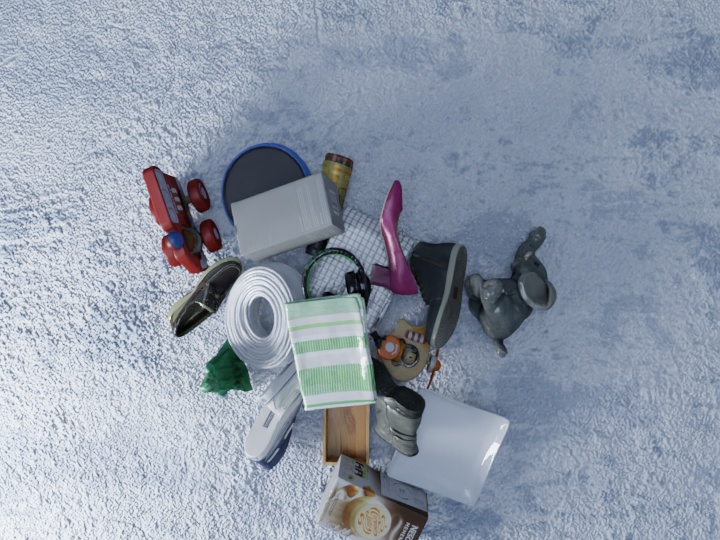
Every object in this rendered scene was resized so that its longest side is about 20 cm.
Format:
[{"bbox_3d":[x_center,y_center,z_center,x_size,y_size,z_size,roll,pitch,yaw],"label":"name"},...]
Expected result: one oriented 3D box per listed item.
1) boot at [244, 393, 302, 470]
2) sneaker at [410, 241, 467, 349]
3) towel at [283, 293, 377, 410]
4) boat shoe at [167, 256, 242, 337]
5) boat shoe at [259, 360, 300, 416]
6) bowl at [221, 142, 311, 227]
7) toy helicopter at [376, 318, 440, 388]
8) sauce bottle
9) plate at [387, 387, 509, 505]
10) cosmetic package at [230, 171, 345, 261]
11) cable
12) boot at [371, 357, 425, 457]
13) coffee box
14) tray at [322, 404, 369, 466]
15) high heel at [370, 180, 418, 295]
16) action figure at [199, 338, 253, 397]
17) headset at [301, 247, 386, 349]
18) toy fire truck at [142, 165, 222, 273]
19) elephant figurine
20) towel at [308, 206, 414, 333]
[{"bbox_3d":[-0.160,0.299,1.224,0.071,0.091,0.203,22,66,28],"label":"boot"},{"bbox_3d":[0.140,0.045,1.177,0.104,0.074,0.207,8,79,37],"label":"sneaker"},{"bbox_3d":[-0.052,0.149,1.088,0.147,0.023,0.208,-8,101,9],"label":"towel"},{"bbox_3d":[-0.308,0.059,1.213,0.200,0.073,0.065,-45,46,11],"label":"boat shoe"},{"bbox_3d":[-0.107,0.200,1.185,0.070,0.071,0.200,46,71,-7],"label":"boat shoe"},{"bbox_3d":[-0.190,-0.157,1.224,0.193,0.039,0.209,0,92,3],"label":"bowl"},{"bbox_3d":[0.130,0.139,1.197,0.132,0.079,0.200,44,81,8],"label":"toy helicopter"},{"bbox_3d":[-0.066,-0.129,1.206,0.064,0.066,0.207,14,94,3],"label":"sauce bottle"},{"bbox_3d":[0.172,0.347,1.197,0.193,0.032,0.206,19,104,-3],"label":"plate"},{"bbox_3d":[-0.138,-0.099,1.140,0.194,0.090,0.111,-16,79,16],"label":"cosmetic package"},{"bbox_3d":[-0.181,0.087,1.171,0.194,0.068,0.208,2,92,34],"label":"cable"},{"bbox_3d":[0.038,0.264,1.160,0.198,0.067,0.134,34,130,34],"label":"boot"},{"bbox_3d":[0.025,0.468,1.186,0.195,0.080,0.117,24,105,-3],"label":"coffee box"},{"bbox_3d":[-0.028,0.290,1.226,0.095,0.037,0.208,1,92,3],"label":"tray"},{"bbox_3d":[0.080,-0.059,1.118,0.093,0.067,0.207,12,105,10],"label":"high heel"},{"bbox_3d":[-0.265,0.201,1.156,0.054,0.200,0.121,-29,89,4],"label":"action figure"},{"bbox_3d":[-0.025,0.056,1.108,0.122,0.094,0.202,-37,106,1],"label":"headset"},{"bbox_3d":[-0.357,-0.093,1.171,0.109,0.168,0.207,-18,90,4],"label":"toy fire truck"},{"bbox_3d":[0.312,0.036,1.162,0.194,0.142,0.160,-20,119,-12],"label":"elephant figurine"},{"bbox_3d":[0.000,0.000,1.196,0.162,0.086,0.205,26,91,1],"label":"towel"}]
